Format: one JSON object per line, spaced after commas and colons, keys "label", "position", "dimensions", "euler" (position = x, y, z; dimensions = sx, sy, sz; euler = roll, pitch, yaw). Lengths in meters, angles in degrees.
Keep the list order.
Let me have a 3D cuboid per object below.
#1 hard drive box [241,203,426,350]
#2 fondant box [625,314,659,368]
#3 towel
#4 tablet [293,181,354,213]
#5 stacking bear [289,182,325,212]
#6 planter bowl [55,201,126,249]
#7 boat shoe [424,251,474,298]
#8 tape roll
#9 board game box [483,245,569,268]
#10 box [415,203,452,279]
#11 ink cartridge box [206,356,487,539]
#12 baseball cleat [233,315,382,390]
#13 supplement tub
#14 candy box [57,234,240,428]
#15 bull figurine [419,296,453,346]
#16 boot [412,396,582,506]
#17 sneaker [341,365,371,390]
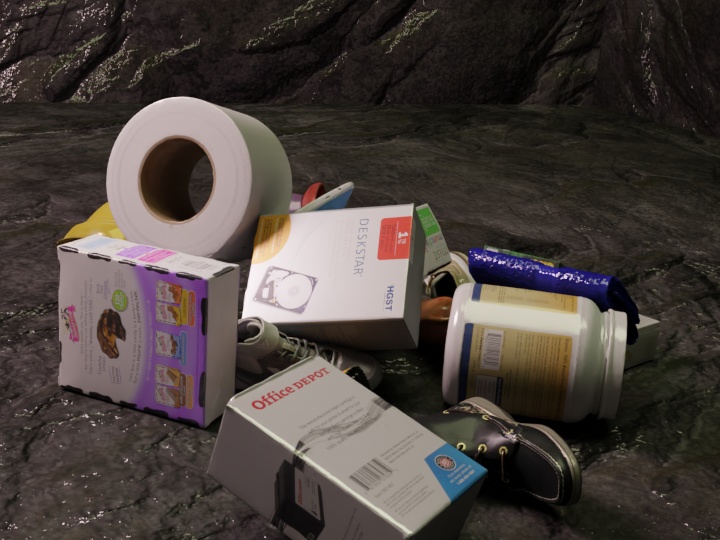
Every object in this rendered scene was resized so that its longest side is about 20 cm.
{"label": "hard drive box", "position": [-0.029, 0.011, 1.295], "dimensions": [0.197, 0.077, 0.158], "euler": [-4, 58, 15]}
{"label": "fondant box", "position": [0.285, 0.078, 1.493], "dimensions": [0.143, 0.059, 0.199], "euler": [-11, 22, -42]}
{"label": "towel", "position": [0.242, 0.025, 1.355], "dimensions": [0.198, 0.050, 0.148], "euler": [14, -22, 34]}
{"label": "tablet", "position": [-0.080, -0.044, 1.473], "dimensions": [0.129, 0.200, 0.014], "euler": [-32, 77, -25]}
{"label": "stacking bear", "position": [-0.161, -0.077, 1.813], "dimensions": [0.197, 0.123, 0.114], "euler": [-2, 8, 10]}
{"label": "planter bowl", "position": [-0.315, -0.044, 1.518], "dimensions": [0.197, 0.085, 0.201], "euler": [10, -18, 3]}
{"label": "boat shoe", "position": [0.133, 0.019, 1.616], "dimensions": [0.068, 0.076, 0.200], "euler": [2, 17, -27]}
{"label": "tape roll", "position": [-0.201, -0.110, 1.381], "dimensions": [0.200, 0.206, 0.139], "euler": [10, 2, 18]}
{"label": "board game box", "position": [0.242, -0.001, 1.493], "dimensions": [0.104, 0.024, 0.200], "euler": [16, -1, 24]}
{"label": "box", "position": [0.000, 0.000, 1.485], "dimensions": [0.175, 0.098, 0.199], "euler": [-25, -2, 34]}
{"label": "ink cartridge box", "position": [-0.012, 0.177, 0.956], "dimensions": [0.199, 0.085, 0.145], "euler": [32, 28, 23]}
{"label": "baseball cleat", "position": [-0.075, 0.102, 1.237], "dimensions": [0.197, 0.107, 0.070], "euler": [-1, 52, 5]}
{"label": "supplement tub", "position": [0.200, 0.096, 1.257], "dimensions": [0.197, 0.147, 0.144], "euler": [8, 17, 9]}
{"label": "candy box", "position": [-0.237, 0.063, 1.208], "dimensions": [0.197, 0.170, 0.071], "euler": [12, 18, 22]}
{"label": "bull figurine", "position": [0.111, 0.066, 1.435], "dimensions": [0.120, 0.066, 0.200], "euler": [5, 3, -12]}
{"label": "boot", "position": [0.103, 0.188, 1.063], "dimensions": [0.152, 0.075, 0.203], "euler": [-8, 16, -27]}
{"label": "sneaker", "position": [-0.068, 0.164, 1.130], "dimensions": [0.089, 0.071, 0.200], "euler": [-15, 10, 36]}
